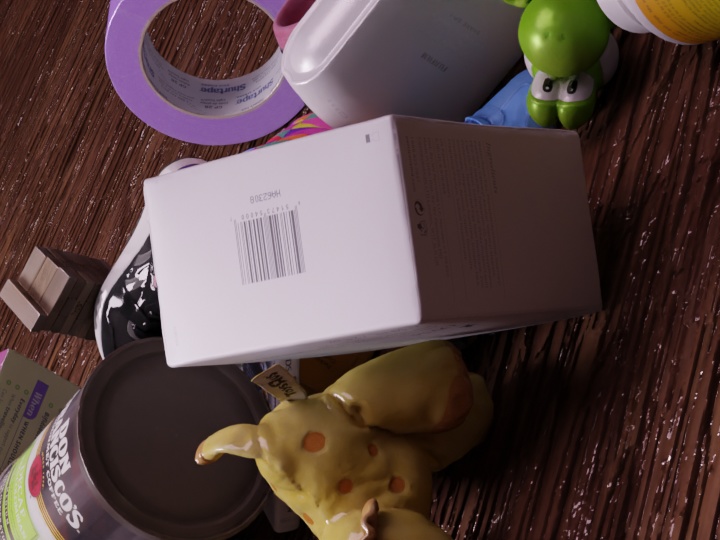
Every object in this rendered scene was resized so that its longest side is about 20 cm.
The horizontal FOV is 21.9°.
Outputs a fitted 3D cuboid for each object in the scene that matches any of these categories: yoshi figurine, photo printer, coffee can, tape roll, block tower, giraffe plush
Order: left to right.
[{"bbox_3d":[-0.208,0.028,1.586,0.054,0.200,0.058,41,108,35],"label":"block tower"},{"bbox_3d":[-0.164,0.154,1.307,0.200,0.146,0.147,-43,26,51],"label":"coffee can"},{"bbox_3d":[-0.135,-0.216,1.722,0.200,0.200,0.066,-44,28,26],"label":"tape roll"},{"bbox_3d":[0.014,0.149,1.116,0.172,0.200,0.163,-34,65,22],"label":"giraffe plush"},{"bbox_3d":[0.045,-0.183,1.406,0.200,0.166,0.070,-50,46,14],"label":"photo printer"},{"bbox_3d":[0.154,-0.196,1.294,0.112,0.112,0.201,-20,46,43],"label":"yoshi figurine"}]

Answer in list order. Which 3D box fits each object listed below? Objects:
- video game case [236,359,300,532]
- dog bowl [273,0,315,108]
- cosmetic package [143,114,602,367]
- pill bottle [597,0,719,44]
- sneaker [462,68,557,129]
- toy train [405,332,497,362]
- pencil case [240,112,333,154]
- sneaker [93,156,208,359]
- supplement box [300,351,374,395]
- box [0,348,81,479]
[{"bbox_3d":[-0.084,0.061,1.360,0.200,0.023,0.183,-126,31,-54],"label":"video game case"},{"bbox_3d":[0.012,-0.227,1.557,0.200,0.074,0.200,-35,20,15],"label":"dog bowl"},{"bbox_3d":[0.010,-0.014,1.150,0.199,0.200,0.124,-11,85,38],"label":"cosmetic package"},{"bbox_3d":[0.233,-0.202,1.149,0.200,0.109,0.110,-8,54,59],"label":"pill bottle"},{"bbox_3d":[0.070,-0.070,1.331,0.200,0.078,0.066,-57,23,-2],"label":"sneaker"},{"bbox_3d":[0.054,0.051,1.273,0.200,0.034,0.046,-43,18,29],"label":"toy train"},{"bbox_3d":[-0.046,-0.074,1.457,0.088,0.088,0.200,-49,-1,16],"label":"pencil case"},{"bbox_3d":[-0.155,0.015,1.500,0.088,0.075,0.201,48,123,49],"label":"sneaker"},{"bbox_3d":[0.000,0.000,1.387,0.200,0.066,0.069,-60,25,-7],"label":"supplement box"},{"bbox_3d":[-0.242,0.190,1.444,0.097,0.200,0.176,-23,42,52],"label":"box"}]
